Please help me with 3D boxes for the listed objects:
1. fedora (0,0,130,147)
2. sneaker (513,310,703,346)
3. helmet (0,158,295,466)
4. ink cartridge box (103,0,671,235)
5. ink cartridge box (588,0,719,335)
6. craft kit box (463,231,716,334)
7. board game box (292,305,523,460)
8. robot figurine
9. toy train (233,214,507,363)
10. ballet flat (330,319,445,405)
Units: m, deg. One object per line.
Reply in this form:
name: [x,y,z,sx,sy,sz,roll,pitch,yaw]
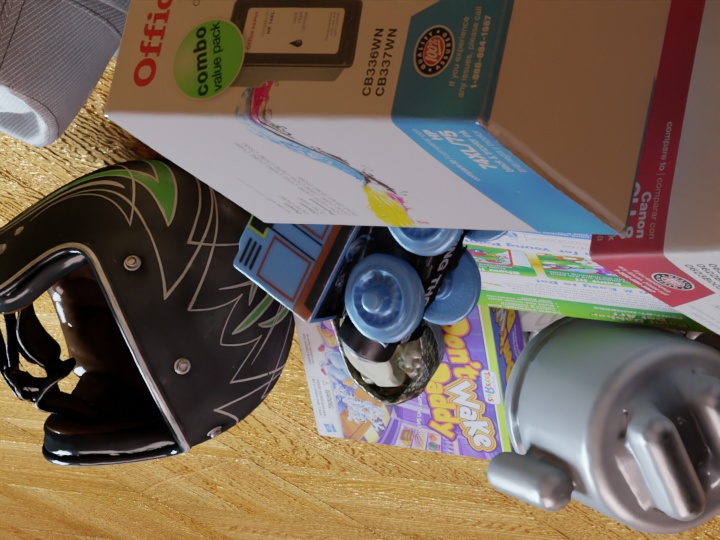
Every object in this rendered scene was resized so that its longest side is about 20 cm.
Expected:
fedora: [-0.187,-0.119,1.518,0.177,0.090,0.200,21,175,-19]
sneaker: [0.136,0.002,1.840,0.200,0.075,0.081,1,148,29]
helmet: [-0.133,0.023,1.876,0.191,0.200,0.200,-12,155,26]
ink cartridge box: [0.016,-0.109,1.356,0.200,0.147,0.146,2,163,33]
ink cartridge box: [0.237,-0.050,1.394,0.200,0.145,0.145,-2,159,41]
craft kit box: [0.132,-0.014,1.637,0.200,0.049,0.198,7,164,12]
board game box: [0.027,0.023,1.842,0.134,0.045,0.200,7,132,22]
robot figurine: [0.155,0.086,1.741,0.170,0.113,0.200,-26,-162,-15]
toy train: [0.022,-0.052,1.509,0.114,0.200,0.087,36,-155,22]
ballet flat: [0.000,0.000,1.754,0.072,0.072,0.200,3,130,32]
